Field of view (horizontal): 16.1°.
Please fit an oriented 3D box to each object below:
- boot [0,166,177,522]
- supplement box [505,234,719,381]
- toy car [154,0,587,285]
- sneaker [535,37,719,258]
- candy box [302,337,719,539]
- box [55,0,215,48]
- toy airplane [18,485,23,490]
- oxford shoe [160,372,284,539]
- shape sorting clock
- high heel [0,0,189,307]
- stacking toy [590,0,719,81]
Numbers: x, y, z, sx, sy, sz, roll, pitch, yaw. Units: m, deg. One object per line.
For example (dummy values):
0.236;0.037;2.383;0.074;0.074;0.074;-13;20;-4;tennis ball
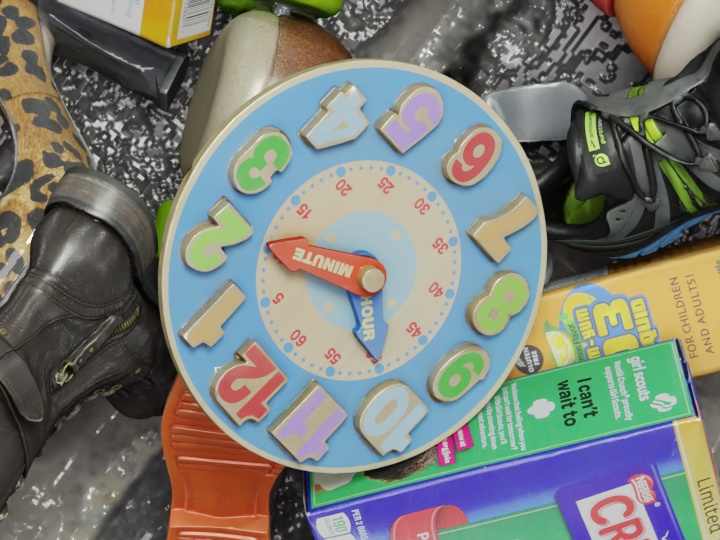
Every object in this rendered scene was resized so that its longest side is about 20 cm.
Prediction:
-0.154;0.063;1.199;0.069;0.200;0.174;19;60;20;boot
0.151;0.026;1.313;0.200;0.069;0.067;-16;94;9;supplement box
0.013;-0.061;1.279;0.200;0.158;0.165;15;88;-10;toy car
0.144;-0.058;1.210;0.083;0.200;0.071;0;67;-33;sneaker
0.088;0.139;1.294;0.200;0.077;0.169;-16;125;5;candy box
-0.153;-0.200;1.271;0.200;0.041;0.119;26;118;29;box
-0.237;0.037;1.277;0.141;0.199;0.200;-25;95;-8;toy airplane
-0.066;0.078;1.294;0.071;0.073;0.200;11;127;-5;oxford shoe
0.000;0.000;1.201;0.200;0.039;0.200;-6;108;-20;shape sorting clock
-0.192;-0.064;1.287;0.142;0.071;0.200;26;61;6;high heel
0.132;-0.193;1.274;0.200;0.146;0.146;39;98;17;stacking toy
